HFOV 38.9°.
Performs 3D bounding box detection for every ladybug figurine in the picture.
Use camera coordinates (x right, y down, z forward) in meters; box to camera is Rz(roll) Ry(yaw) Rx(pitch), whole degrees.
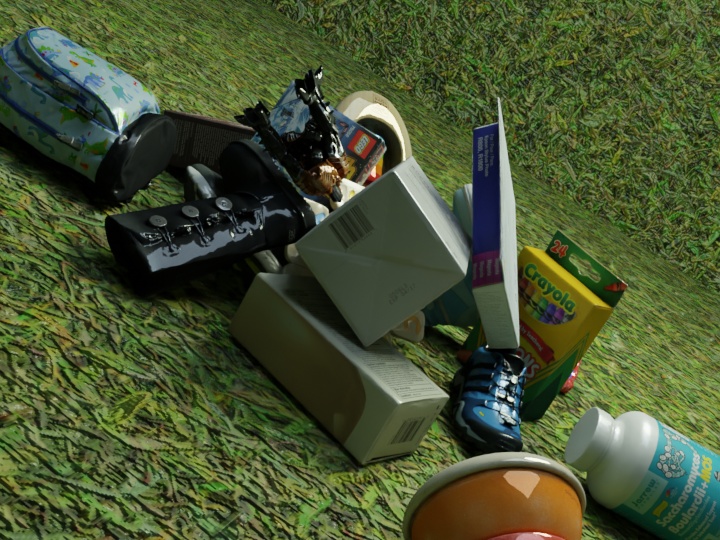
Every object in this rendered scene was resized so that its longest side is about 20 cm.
[{"bbox_3d":[0.000,-0.134,1.300,0.134,0.203,0.072,20,-24,-27],"label":"ladybug figurine"}]

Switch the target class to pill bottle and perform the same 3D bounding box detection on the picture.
[{"bbox_3d":[0.325,0.228,1.114,0.198,0.112,0.111,29,17,-4],"label":"pill bottle"}]

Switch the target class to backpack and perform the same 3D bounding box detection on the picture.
[{"bbox_3d":[-0.321,-0.180,1.148,0.198,0.155,0.163,19,23,7],"label":"backpack"}]

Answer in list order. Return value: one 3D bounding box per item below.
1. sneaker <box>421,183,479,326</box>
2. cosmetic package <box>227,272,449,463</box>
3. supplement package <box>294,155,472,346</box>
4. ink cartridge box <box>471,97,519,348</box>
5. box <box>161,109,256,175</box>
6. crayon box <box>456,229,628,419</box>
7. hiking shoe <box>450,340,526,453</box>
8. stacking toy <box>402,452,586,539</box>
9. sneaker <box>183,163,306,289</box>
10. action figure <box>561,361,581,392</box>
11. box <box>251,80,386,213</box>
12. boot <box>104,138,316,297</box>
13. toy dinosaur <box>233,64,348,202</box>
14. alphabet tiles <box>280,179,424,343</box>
[{"bbox_3d":[0.100,-0.008,1.279,0.129,0.202,0.080,-6,28,3],"label":"sneaker"},{"bbox_3d":[-0.023,0.089,0.978,0.200,0.072,0.105,41,18,29],"label":"cosmetic package"},{"bbox_3d":[0.030,-0.027,1.021,0.120,0.121,0.200,54,12,-4],"label":"supplement package"},{"bbox_3d":[0.142,-0.046,1.096,0.043,0.199,0.201,-4,-30,13],"label":"ink cartridge box"},{"bbox_3d":[-0.156,-0.153,1.324,0.198,0.076,0.100,14,9,28],"label":"box"},{"bbox_3d":[0.216,0.063,1.234,0.050,0.201,0.127,10,26,-48],"label":"crayon box"},{"bbox_3d":[0.146,0.132,1.117,0.074,0.087,0.200,26,18,-13],"label":"hiking shoe"},{"bbox_3d":[0.112,0.247,0.731,0.145,0.146,0.201,22,36,-25],"label":"stacking toy"},{"bbox_3d":[-0.128,-0.051,1.152,0.084,0.075,0.200,-26,62,-31],"label":"sneaker"},{"bbox_3d":[0.276,0.123,1.434,0.065,0.052,0.200,34,20,-1],"label":"action figure"},{"bbox_3d":[-0.080,-0.103,1.202,0.136,0.201,0.040,34,-4,12],"label":"box"},{"bbox_3d":[-0.169,-0.060,1.045,0.198,0.066,0.165,-22,45,-30],"label":"boot"},{"bbox_3d":[-0.047,-0.127,1.059,0.137,0.102,0.200,60,-17,-18],"label":"toy dinosaur"},{"bbox_3d":[0.000,0.000,1.138,0.194,0.015,0.203,22,62,-30],"label":"alphabet tiles"}]
